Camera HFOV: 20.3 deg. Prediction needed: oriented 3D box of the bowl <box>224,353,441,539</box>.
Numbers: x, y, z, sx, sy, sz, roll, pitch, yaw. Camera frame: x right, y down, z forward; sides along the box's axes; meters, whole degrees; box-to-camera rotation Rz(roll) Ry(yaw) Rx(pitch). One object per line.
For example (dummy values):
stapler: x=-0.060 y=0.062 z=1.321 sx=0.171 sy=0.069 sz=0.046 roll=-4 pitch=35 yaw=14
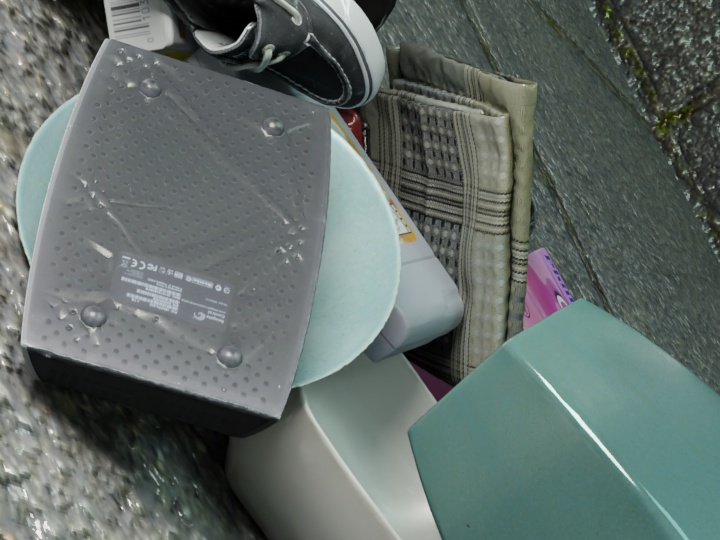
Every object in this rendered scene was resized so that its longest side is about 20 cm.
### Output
bowl: x=-0.002 y=0.113 z=1.099 sx=0.200 sy=0.074 sz=0.200 roll=53 pitch=17 yaw=-17

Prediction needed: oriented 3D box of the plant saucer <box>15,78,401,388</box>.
plant saucer: x=-0.078 y=-0.013 z=1.021 sx=0.199 sy=0.039 sz=0.202 roll=10 pitch=51 yaw=-13

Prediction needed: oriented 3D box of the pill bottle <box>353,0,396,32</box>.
pill bottle: x=-0.027 y=-0.223 z=1.191 sx=0.112 sy=0.111 sz=0.201 roll=50 pitch=28 yaw=-30

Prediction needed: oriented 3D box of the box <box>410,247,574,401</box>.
box: x=0.120 y=0.090 z=1.467 sx=0.177 sy=0.096 sz=0.200 roll=61 pitch=15 yaw=3

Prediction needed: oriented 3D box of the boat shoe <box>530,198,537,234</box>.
boat shoe: x=0.087 y=-0.048 z=1.469 sx=0.071 sy=0.091 sz=0.201 roll=53 pitch=23 yaw=-16

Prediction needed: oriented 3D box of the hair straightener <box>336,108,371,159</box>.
hair straightener: x=0.000 y=0.000 z=1.270 sx=0.077 sy=0.041 sz=0.202 roll=2 pitch=79 yaw=-80

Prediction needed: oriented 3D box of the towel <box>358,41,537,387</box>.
towel: x=0.046 y=-0.034 z=1.230 sx=0.192 sy=0.034 sz=0.202 roll=-151 pitch=-118 yaw=-63

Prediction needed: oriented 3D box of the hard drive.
hard drive: x=-0.086 y=-0.015 z=0.963 sx=0.134 sy=0.042 sz=0.201 roll=17 pitch=48 yaw=-10

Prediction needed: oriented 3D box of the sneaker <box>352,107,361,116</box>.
sneaker: x=-0.021 y=-0.064 z=1.339 sx=0.076 sy=0.070 sz=0.201 roll=-51 pitch=136 yaw=-50

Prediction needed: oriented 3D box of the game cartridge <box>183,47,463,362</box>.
game cartridge: x=-0.021 y=-0.043 z=1.140 sx=0.201 sy=0.041 sz=0.133 roll=56 pitch=14 yaw=7

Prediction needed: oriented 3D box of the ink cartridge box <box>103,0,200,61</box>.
ink cartridge box: x=-0.110 y=-0.219 z=1.168 sx=0.200 sy=0.047 sz=0.199 roll=-14 pitch=94 yaw=-79

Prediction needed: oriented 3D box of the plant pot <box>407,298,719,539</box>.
plant pot: x=0.129 y=0.127 z=1.051 sx=0.200 sy=0.141 sz=0.141 roll=52 pitch=35 yaw=9

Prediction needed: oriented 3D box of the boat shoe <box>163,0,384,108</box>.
boat shoe: x=-0.060 y=-0.137 z=1.069 sx=0.200 sy=0.071 sz=0.068 roll=45 pitch=48 yaw=-40
